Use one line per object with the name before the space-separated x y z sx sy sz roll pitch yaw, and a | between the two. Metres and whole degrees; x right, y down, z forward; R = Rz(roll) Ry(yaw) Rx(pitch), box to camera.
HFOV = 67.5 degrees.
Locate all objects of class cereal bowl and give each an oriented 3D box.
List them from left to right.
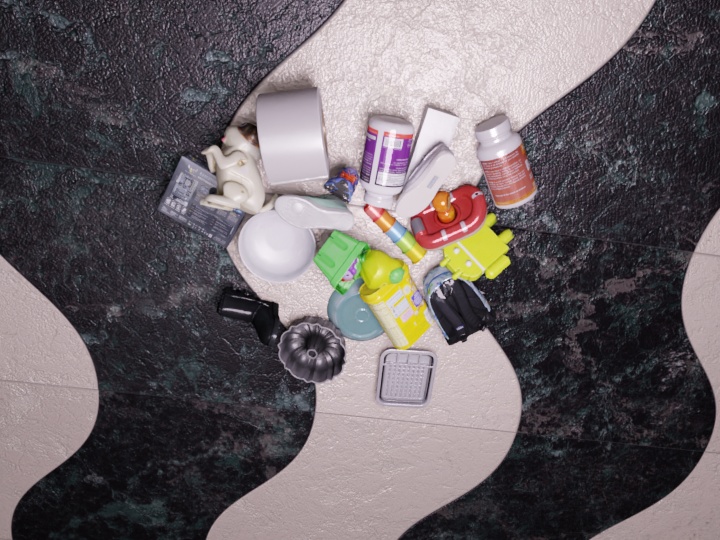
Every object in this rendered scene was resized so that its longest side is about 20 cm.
cereal bowl | -0.210 -0.074 1.388 0.195 0.084 0.204 -1 114 -1

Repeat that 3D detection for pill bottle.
pill bottle | 0.059 -0.261 1.296 0.110 0.113 0.204 8 115 -6
pill bottle | 0.348 -0.262 1.306 0.110 0.113 0.202 -23 114 9

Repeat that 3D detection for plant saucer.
plant saucer | 0.004 0.120 1.512 0.195 0.036 0.204 -1 114 -2

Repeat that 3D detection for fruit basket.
fruit basket | 0.000 0.000 1.347 0.215 0.215 0.156 39 87 -18

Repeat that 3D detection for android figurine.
android figurine | 0.292 -0.058 1.380 0.199 0.041 0.183 -37 72 -10

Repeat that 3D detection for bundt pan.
bundt pan | -0.128 0.214 1.517 0.197 0.076 0.206 4 117 8

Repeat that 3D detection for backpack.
backpack | 0.249 0.079 1.455 0.162 0.155 0.200 -33 134 16

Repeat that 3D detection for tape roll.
tape roll | -0.147 -0.302 1.221 0.136 0.204 0.207 -7 115 1

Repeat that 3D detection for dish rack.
dish rack | 0.133 0.312 1.600 0.168 0.044 0.204 3 114 -4

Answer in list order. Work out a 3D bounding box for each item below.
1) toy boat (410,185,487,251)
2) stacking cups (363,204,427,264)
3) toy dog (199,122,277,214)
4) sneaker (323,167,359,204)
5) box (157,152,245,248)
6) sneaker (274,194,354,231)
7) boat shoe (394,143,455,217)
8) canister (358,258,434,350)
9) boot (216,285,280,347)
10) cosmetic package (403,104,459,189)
toy boat | 0.212 -0.147 1.330 0.197 0.132 0.131 -24 146 8
stacking cups | 0.086 -0.101 1.405 0.199 0.061 0.061 40 108 -14
toy dog | -0.276 -0.242 1.255 0.190 0.139 0.205 10 89 -15
sneaker | -0.040 -0.210 1.279 0.074 0.200 0.079 30 96 -7
box | -0.385 -0.174 1.354 0.198 0.051 0.159 29 110 -14
sneaker | -0.119 -0.153 1.331 0.196 0.119 0.075 12 114 -18
boat shoe | 0.147 -0.216 1.289 0.071 0.069 0.201 17 126 -24
canister | 0.102 0.095 1.456 0.148 0.086 0.202 -41 116 -18
boot | -0.296 0.117 1.417 0.160 0.199 0.074 19 111 -17
cosmetic package | 0.167 -0.290 1.320 0.081 0.051 0.203 15 114 -7
